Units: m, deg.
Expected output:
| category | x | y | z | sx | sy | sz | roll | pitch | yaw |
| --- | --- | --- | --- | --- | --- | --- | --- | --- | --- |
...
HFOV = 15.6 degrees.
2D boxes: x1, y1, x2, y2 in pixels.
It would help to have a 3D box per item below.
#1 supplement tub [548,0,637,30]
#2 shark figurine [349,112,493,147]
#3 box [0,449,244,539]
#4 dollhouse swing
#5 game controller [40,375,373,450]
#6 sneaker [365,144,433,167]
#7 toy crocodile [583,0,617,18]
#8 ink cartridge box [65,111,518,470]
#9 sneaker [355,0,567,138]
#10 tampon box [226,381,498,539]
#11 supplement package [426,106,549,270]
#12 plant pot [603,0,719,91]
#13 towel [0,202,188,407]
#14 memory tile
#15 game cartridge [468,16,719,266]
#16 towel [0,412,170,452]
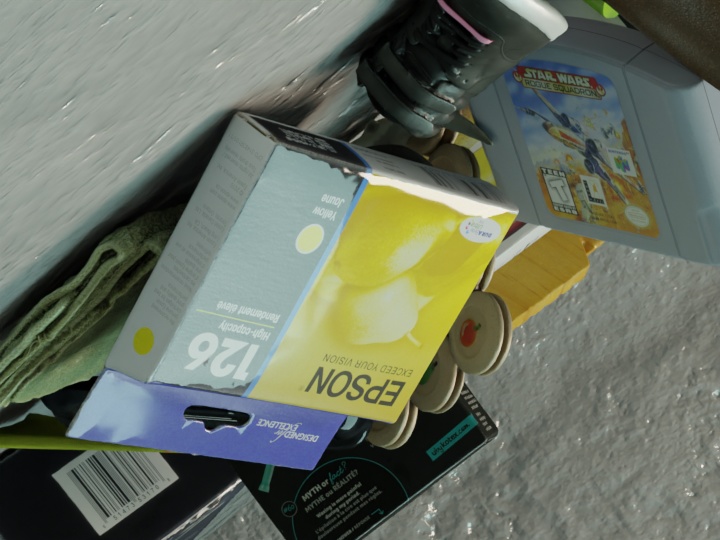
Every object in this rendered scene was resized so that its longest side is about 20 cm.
| category | x | y | z | sx | sy | sz | roll | pitch | yaw |
| --- | --- | --- | --- | --- | --- | --- | --- | --- | --- |
| supplement tub | 0.197 | -0.160 | 1.591 | 0.200 | 0.140 | 0.140 | -38 | 174 | 3 |
| shark figurine | -0.010 | -0.032 | 1.608 | 0.214 | 0.090 | 0.128 | -37 | 176 | 11 |
| box | -0.204 | 0.182 | 1.911 | 0.197 | 0.117 | 0.200 | -35 | 172 | -32 |
| dollhouse swing | 0.060 | 0.032 | 2.181 | 0.200 | 0.182 | 0.176 | -33 | 152 | -45 |
| game controller | -0.090 | 0.078 | 1.559 | 0.200 | 0.042 | 0.104 | 4 | 167 | 2 |
| sneaker | 0.000 | 0.000 | 1.546 | 0.115 | 0.076 | 0.200 | 14 | 138 | -42 |
| toy crocodile | 0.197 | -0.221 | 1.480 | 0.200 | 0.068 | 0.062 | -39 | 173 | 12 |
| ink cartridge box | -0.034 | 0.026 | 1.410 | 0.198 | 0.047 | 0.200 | 12 | 110 | -48 |
| sneaker | 0.047 | -0.115 | 1.363 | 0.099 | 0.071 | 0.200 | -43 | 178 | 1 |
| tampon box | -0.027 | 0.075 | 1.758 | 0.150 | 0.200 | 0.126 | -37 | 175 | 3 |
| supplement package | 0.093 | -0.072 | 1.776 | 0.200 | 0.114 | 0.110 | -38 | 176 | -7 |
| plant pot | 0.213 | -0.166 | 1.357 | 0.187 | 0.200 | 0.187 | -37 | 174 | -5 |
| towel | -0.130 | 0.012 | 1.454 | 0.148 | 0.036 | 0.200 | -41 | 173 | 21 |
| memory tile | 0.030 | -0.005 | 1.612 | 0.017 | 0.200 | 0.153 | 8 | 148 | -34 |
| game cartridge | 0.134 | -0.078 | 1.491 | 0.042 | 0.133 | 0.200 | -39 | -149 | -26 |
| towel | -0.134 | 0.102 | 1.662 | 0.200 | 0.018 | 0.086 | 0 | -178 | 16 |
